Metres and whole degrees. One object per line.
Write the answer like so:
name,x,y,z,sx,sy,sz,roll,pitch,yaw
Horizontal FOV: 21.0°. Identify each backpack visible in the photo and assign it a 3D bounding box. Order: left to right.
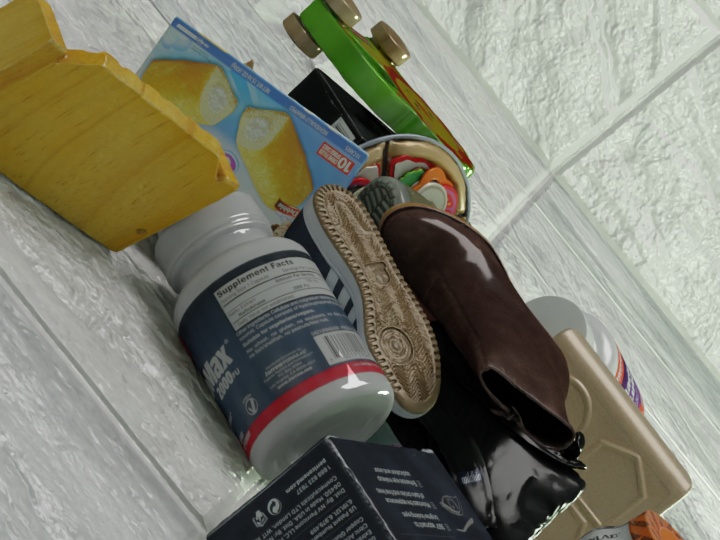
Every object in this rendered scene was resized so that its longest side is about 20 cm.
backpack,0.068,0.147,1.587,0.200,0.127,0.167,49,45,4

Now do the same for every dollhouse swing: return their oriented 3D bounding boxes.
dollhouse swing,-0.209,-0.146,1.448,0.200,0.181,0.177,38,39,-39

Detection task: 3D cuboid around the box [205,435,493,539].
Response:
box,0.026,0.228,1.311,0.200,0.117,0.196,55,14,21

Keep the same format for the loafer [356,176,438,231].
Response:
loafer,0.000,0.000,1.650,0.069,0.200,0.076,9,52,-35

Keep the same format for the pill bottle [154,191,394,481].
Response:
pill bottle,-0.072,0.046,1.462,0.201,0.119,0.119,57,15,25

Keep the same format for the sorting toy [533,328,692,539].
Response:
sorting toy,0.171,0.180,1.759,0.185,0.200,0.036,53,-8,8

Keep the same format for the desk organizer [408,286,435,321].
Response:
desk organizer,0.093,0.044,1.805,0.077,0.072,0.200,32,-6,29

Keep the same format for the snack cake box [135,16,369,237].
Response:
snack cake box,-0.107,-0.106,1.634,0.199,0.115,0.067,35,-3,-5

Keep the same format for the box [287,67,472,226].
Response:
box,-0.013,-0.064,1.851,0.200,0.148,0.125,37,15,-44

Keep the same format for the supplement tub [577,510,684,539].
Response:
supplement tub,0.166,0.276,1.458,0.123,0.200,0.123,46,15,-16

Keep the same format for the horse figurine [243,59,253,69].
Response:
horse figurine,-0.118,-0.086,1.690,0.201,0.132,0.050,63,1,-6

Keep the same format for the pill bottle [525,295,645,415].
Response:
pill bottle,0.204,0.106,1.891,0.112,0.111,0.200,61,3,34

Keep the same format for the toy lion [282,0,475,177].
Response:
toy lion,0.031,-0.163,1.837,0.192,0.069,0.200,55,12,24

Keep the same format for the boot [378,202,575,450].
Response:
boot,0.094,0.039,1.519,0.200,0.072,0.167,43,14,-15

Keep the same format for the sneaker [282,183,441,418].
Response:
sneaker,-0.012,0.044,1.537,0.070,0.108,0.201,-4,61,-43

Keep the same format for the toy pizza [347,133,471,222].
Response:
toy pizza,0.021,-0.030,1.777,0.200,0.200,0.032,37,5,-43
